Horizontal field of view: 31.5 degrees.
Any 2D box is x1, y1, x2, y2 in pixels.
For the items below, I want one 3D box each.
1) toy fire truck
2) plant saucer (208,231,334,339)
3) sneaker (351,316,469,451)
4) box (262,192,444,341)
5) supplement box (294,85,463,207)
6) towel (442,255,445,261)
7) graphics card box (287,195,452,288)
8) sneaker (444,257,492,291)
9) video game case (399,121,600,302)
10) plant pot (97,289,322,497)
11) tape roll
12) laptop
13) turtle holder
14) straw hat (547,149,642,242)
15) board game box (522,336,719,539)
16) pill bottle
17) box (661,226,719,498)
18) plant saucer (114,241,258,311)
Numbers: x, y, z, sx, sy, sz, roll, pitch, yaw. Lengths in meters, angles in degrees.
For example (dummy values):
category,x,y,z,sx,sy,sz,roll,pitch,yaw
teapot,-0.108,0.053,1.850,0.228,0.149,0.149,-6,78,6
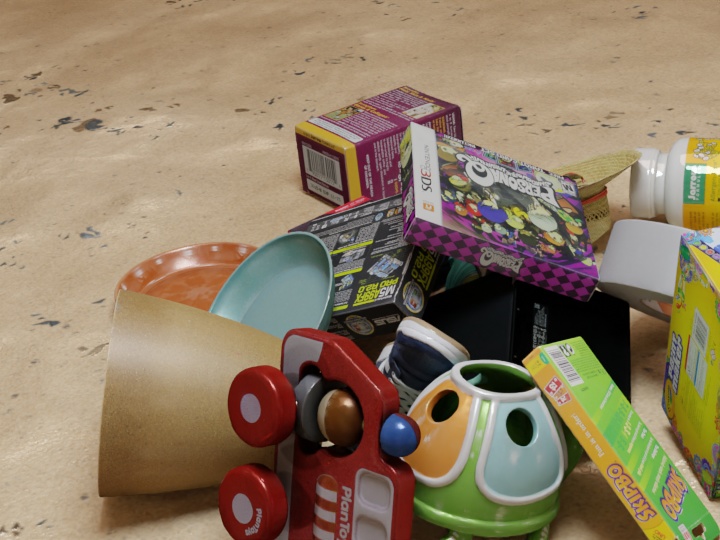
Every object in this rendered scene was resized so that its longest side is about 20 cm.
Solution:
category,x,y,z,sx,sy,sz,roll,pitch,yaw
toy fire truck,-0.019,0.155,1.041,0.167,0.203,0.111,13,11,40
plant saucer,-0.092,0.055,1.326,0.199,0.036,0.202,-29,42,30
sneaker,0.033,0.113,1.141,0.070,0.200,0.109,33,74,0
box,0.000,0.000,1.354,0.198,0.044,0.162,-15,42,42
supplement box,0.028,-0.167,1.752,0.198,0.104,0.130,-23,31,-27
towel,0.020,-0.007,1.403,0.199,0.024,0.146,-2,50,50
graphics card box,0.017,-0.024,1.533,0.124,0.051,0.199,-25,33,-29
sneaker,0.131,0.031,1.398,0.079,0.078,0.201,-34,25,23
video game case,0.136,-0.062,1.284,0.198,0.036,0.182,19,34,-12
plant pot,-0.133,0.122,1.174,0.197,0.189,0.187,6,26,-6
tape roll,0.332,0.016,1.242,0.198,0.067,0.200,20,-5,2
laptop,0.150,0.101,1.242,0.198,0.116,0.189,19,47,-9
turtle holder,0.121,0.151,1.066,0.183,0.134,0.141,8,18,-6
straw hat,0.250,-0.071,1.520,0.198,0.086,0.201,-18,10,3
board game box,0.215,0.144,1.044,0.201,0.030,0.095,53,25,18
pill bottle,0.426,-0.101,1.520,0.197,0.114,0.113,5,29,20
box,0.374,0.067,1.084,0.190,0.202,0.123,-9,39,-7
plant saucer,-0.191,0.023,1.512,0.197,0.033,0.201,-5,26,2
